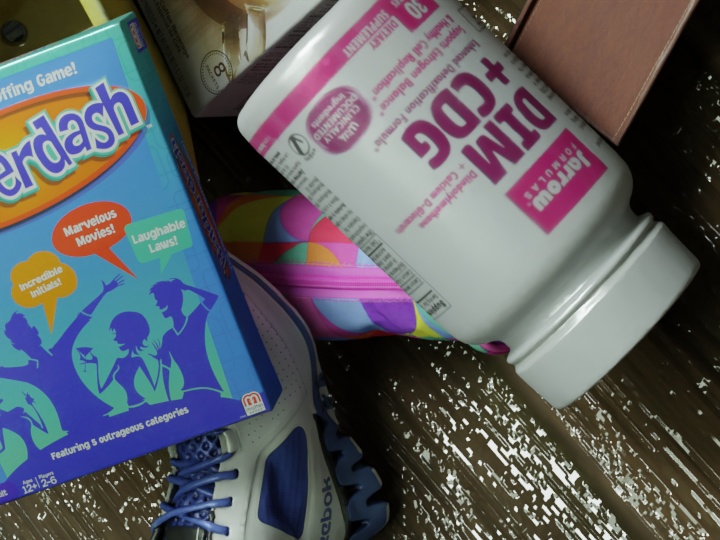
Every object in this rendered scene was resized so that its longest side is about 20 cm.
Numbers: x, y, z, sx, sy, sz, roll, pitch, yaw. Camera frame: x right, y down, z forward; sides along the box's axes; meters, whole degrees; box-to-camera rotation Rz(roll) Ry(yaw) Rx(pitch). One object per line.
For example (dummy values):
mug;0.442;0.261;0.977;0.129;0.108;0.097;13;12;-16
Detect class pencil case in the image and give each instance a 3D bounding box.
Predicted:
pencil case;0.000;0.000;1.333;0.200;0.088;0.088;-1;94;40

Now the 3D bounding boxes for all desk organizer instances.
desk organizer;0.151;-0.160;1.194;0.077;0.072;0.200;42;120;26

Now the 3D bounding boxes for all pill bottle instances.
pill bottle;0.051;-0.039;1.195;0.200;0.113;0.113;43;124;-1

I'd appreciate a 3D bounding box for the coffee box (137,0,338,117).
coffee box;-0.024;-0.178;1.334;0.200;0.080;0.113;-39;69;37

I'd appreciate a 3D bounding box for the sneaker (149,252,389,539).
sneaker;-0.067;0.093;1.325;0.081;0.115;0.199;-6;123;43

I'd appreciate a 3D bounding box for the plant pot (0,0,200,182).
plant pot;-0.206;-0.122;1.361;0.195;0.200;0.194;-23;114;11

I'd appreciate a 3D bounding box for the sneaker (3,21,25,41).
sneaker;-0.196;-0.169;1.480;0.200;0.088;0.075;-42;67;34

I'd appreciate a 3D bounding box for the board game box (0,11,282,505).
board game box;-0.144;-0.004;1.258;0.152;0.045;0.200;-20;99;9
